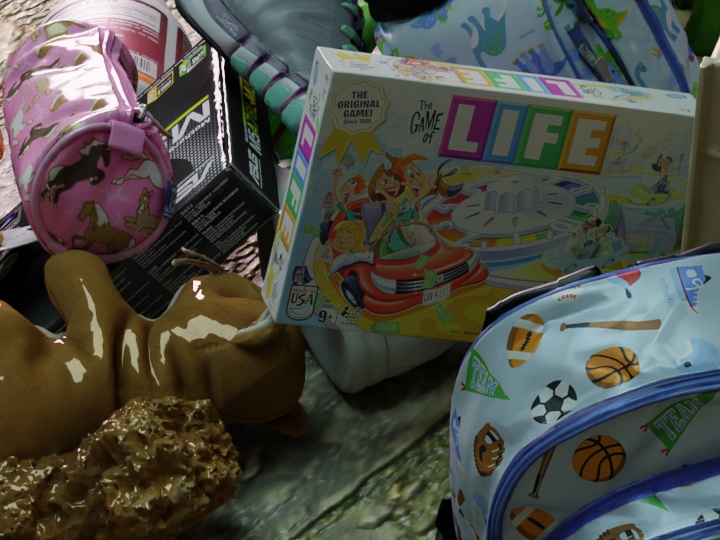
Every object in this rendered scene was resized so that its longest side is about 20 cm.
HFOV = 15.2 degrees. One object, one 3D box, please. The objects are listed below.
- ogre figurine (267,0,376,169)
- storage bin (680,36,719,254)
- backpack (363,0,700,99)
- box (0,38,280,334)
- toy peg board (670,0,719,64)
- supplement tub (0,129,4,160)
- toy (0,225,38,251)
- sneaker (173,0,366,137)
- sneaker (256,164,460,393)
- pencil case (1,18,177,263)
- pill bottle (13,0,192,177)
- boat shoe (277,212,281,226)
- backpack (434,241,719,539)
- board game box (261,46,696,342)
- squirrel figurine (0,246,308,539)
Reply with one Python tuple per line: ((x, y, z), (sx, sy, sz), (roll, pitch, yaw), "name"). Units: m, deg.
((-0.007, -0.096, 1.584), (0.120, 0.201, 0.098), (-40, -19, 19), "ogre figurine")
((0.221, -0.055, 1.310), (0.093, 0.200, 0.200), (11, 35, 14), "storage bin")
((0.104, -0.107, 1.469), (0.163, 0.200, 0.154), (-21, 31, 40), "backpack")
((-0.134, -0.027, 1.531), (0.200, 0.048, 0.193), (-40, 22, 16), "box")
((0.144, -0.210, 1.599), (0.198, 0.098, 0.201), (8, 43, -7), "toy peg board")
((-0.316, -0.056, 1.579), (0.199, 0.123, 0.123), (-30, 26, 11), "supplement tub")
((-0.261, -0.016, 1.483), (0.199, 0.048, 0.115), (-21, 11, -32), "toy")
((-0.012, -0.111, 1.493), (0.088, 0.200, 0.074), (-44, -9, 2), "sneaker")
((0.000, 0.000, 1.481), (0.088, 0.076, 0.200), (-14, 34, -15), "sneaker")
((-0.151, -0.074, 1.478), (0.086, 0.083, 0.200), (-17, 24, -6), "pencil case")
((-0.159, -0.109, 1.710), (0.112, 0.114, 0.200), (-14, 27, 5), "pill bottle")
((0.053, -0.022, 1.400), (0.198, 0.072, 0.065), (-3, 35, -9), "boat shoe")
((0.122, 0.087, 1.108), (0.199, 0.191, 0.154), (-20, 44, -5), "backpack")
((0.062, -0.031, 1.333), (0.199, 0.135, 0.034), (5, 24, -18), "board game box")
((-0.114, 0.078, 1.357), (0.185, 0.142, 0.201), (-9, 41, -6), "squirrel figurine")
